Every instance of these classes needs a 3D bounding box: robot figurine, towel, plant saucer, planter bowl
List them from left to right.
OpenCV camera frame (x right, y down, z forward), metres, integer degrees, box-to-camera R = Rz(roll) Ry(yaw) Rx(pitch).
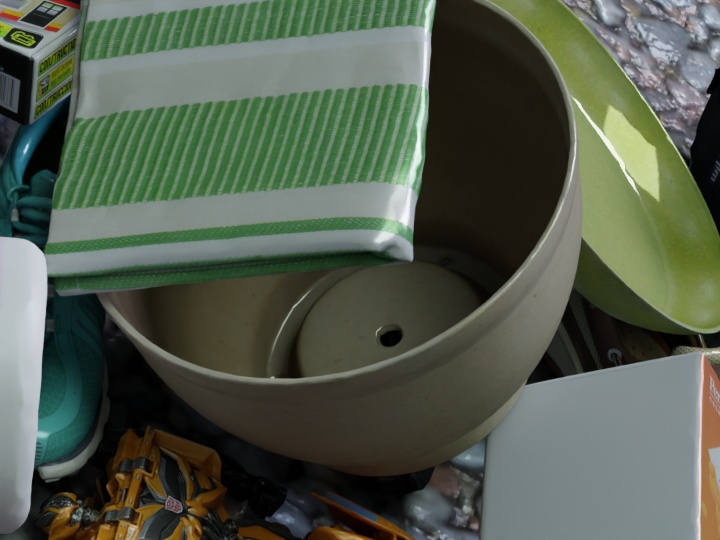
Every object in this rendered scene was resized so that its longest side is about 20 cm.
[{"bbox_3d":[-0.044,-0.079,1.178,0.152,0.023,0.200,-5,52,12],"label":"towel"},{"bbox_3d":[-0.036,0.133,1.197,0.200,0.058,0.145,28,40,-14],"label":"robot figurine"},{"bbox_3d":[0.000,0.000,1.204,0.200,0.135,0.201,-8,52,10],"label":"planter bowl"},{"bbox_3d":[0.096,-0.050,1.332,0.200,0.031,0.200,44,24,-26],"label":"plant saucer"}]

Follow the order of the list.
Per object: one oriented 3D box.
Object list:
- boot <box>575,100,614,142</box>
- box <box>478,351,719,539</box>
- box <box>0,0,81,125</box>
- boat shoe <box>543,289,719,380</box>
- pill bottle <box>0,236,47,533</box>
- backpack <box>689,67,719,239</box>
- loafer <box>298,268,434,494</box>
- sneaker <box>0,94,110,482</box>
[{"bbox_3d":[0.030,-0.066,1.422,0.200,0.074,0.096,27,48,-2],"label":"boot"},{"bbox_3d":[0.112,0.154,1.200,0.124,0.097,0.200,56,30,-43],"label":"box"},{"bbox_3d":[-0.193,-0.134,1.277,0.200,0.035,0.110,24,38,18],"label":"box"},{"bbox_3d":[0.141,0.061,1.377,0.075,0.075,0.203,-9,61,-41],"label":"boat shoe"},{"bbox_3d":[-0.218,0.035,1.085,0.199,0.112,0.113,4,49,-9],"label":"pill bottle"},{"bbox_3d":[0.243,-0.055,1.470,0.153,0.176,0.200,21,19,-17],"label":"backpack"},{"bbox_3d":[-0.013,0.008,1.325,0.068,0.070,0.201,48,26,-69],"label":"loafer"},{"bbox_3d":[-0.134,0.001,1.218,0.077,0.080,0.200,8,46,-7],"label":"sneaker"}]
